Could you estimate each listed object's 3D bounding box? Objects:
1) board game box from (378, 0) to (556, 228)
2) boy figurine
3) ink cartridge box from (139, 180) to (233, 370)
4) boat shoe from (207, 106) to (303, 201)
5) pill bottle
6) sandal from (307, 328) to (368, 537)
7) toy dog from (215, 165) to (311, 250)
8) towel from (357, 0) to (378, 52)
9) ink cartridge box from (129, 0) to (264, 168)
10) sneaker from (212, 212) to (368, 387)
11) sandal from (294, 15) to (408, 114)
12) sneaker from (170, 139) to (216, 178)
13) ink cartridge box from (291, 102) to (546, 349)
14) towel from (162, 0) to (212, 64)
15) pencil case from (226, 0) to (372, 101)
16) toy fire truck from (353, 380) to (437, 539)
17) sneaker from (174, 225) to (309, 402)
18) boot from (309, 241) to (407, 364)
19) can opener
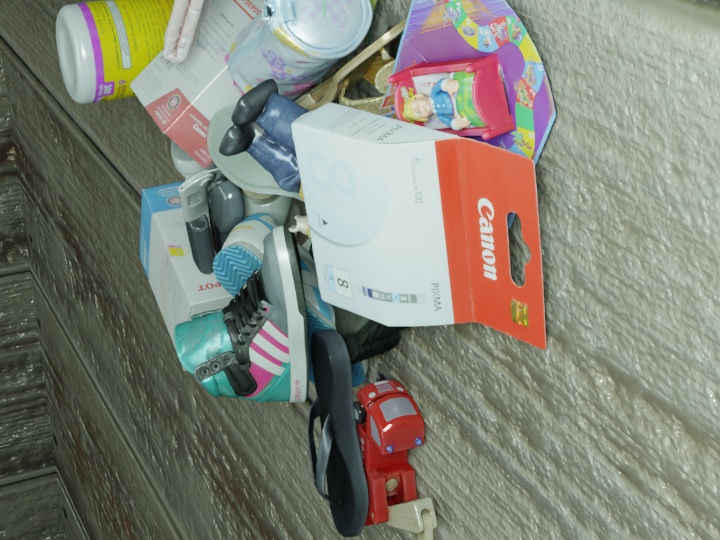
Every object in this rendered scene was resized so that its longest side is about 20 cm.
[{"bbox_3d":[0.063,-0.116,0.980,0.158,0.039,0.201,51,148,25],"label":"board game box"},{"bbox_3d":[-0.021,-0.068,1.115,0.199,0.064,0.125,39,127,9],"label":"boy figurine"},{"bbox_3d":[-0.162,0.009,1.528,0.126,0.127,0.201,105,147,-49],"label":"ink cartridge box"},{"bbox_3d":[-0.060,-0.101,1.230,0.199,0.060,0.076,28,113,37],"label":"boat shoe"},{"bbox_3d":[-0.219,-0.244,1.446,0.104,0.198,0.106,168,90,-68],"label":"pill bottle"},{"bbox_3d":[-0.031,0.153,1.254,0.076,0.042,0.203,-152,52,-65],"label":"sandal"},{"bbox_3d":[-0.074,-0.060,1.366,0.132,0.096,0.201,54,163,41],"label":"toy dog"},{"bbox_3d":[-0.017,-0.308,1.157,0.144,0.023,0.201,111,141,-52],"label":"towel"},{"bbox_3d":[-0.122,-0.212,1.317,0.067,0.200,0.117,41,-174,-41],"label":"ink cartridge box"},{"bbox_3d":[-0.055,0.031,1.303,0.076,0.081,0.201,-24,115,33],"label":"sneaker"},{"bbox_3d":[0.011,-0.147,1.124,0.070,0.077,0.211,54,154,-7],"label":"sandal"},{"bbox_3d":[-0.153,-0.117,1.461,0.201,0.073,0.117,-74,-17,-60],"label":"sneaker"},{"bbox_3d":[0.042,-0.026,0.997,0.199,0.047,0.162,21,131,39],"label":"ink cartridge box"},{"bbox_3d":[-0.133,-0.320,1.254,0.201,0.032,0.192,-76,8,-48],"label":"towel"},{"bbox_3d":[-0.056,-0.200,1.159,0.084,0.090,0.200,66,164,-2],"label":"pencil case"},{"bbox_3d":[0.039,0.219,1.244,0.141,0.048,0.202,-131,37,-51],"label":"toy fire truck"},{"bbox_3d":[-0.109,0.045,1.214,0.084,0.119,0.202,-101,9,-49],"label":"sneaker"},{"bbox_3d":[0.000,0.000,1.191,0.132,0.067,0.200,67,159,11],"label":"boot"},{"bbox_3d":[-0.150,-0.045,1.362,0.067,0.052,0.200,60,166,17],"label":"can opener"}]
